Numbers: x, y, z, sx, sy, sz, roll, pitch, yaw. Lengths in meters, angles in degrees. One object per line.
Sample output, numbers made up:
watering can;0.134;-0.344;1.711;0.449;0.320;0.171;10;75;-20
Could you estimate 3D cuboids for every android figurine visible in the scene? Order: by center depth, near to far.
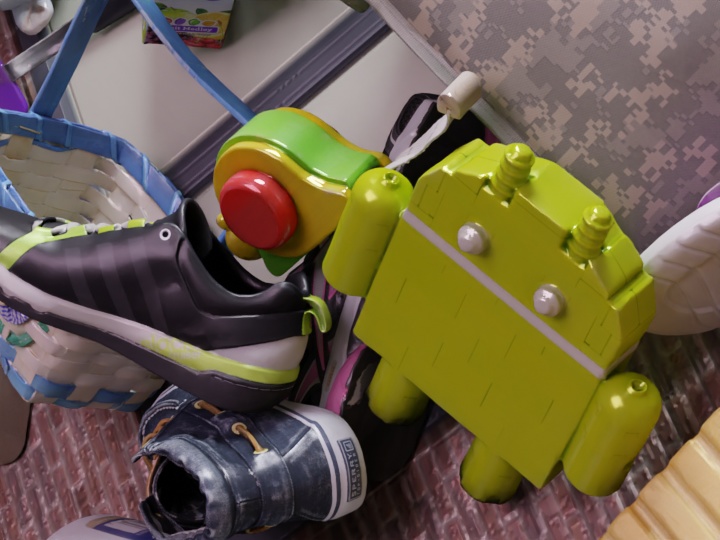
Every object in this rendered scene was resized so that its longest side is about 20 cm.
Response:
android figurine;0.064;0.022;1.341;0.182;0.041;0.200;41;140;14

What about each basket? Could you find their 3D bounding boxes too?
basket;-0.133;-0.033;1.551;0.176;0.139;0.200;48;113;36

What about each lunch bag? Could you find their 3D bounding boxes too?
lunch bag;0.132;-0.117;1.371;0.164;0.118;0.200;-45;77;17

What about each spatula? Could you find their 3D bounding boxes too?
spatula;-0.176;-0.138;1.711;0.200;0.021;0.057;-32;96;20

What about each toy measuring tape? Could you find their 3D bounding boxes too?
toy measuring tape;-0.019;-0.060;1.397;0.200;0.073;0.074;-40;47;50

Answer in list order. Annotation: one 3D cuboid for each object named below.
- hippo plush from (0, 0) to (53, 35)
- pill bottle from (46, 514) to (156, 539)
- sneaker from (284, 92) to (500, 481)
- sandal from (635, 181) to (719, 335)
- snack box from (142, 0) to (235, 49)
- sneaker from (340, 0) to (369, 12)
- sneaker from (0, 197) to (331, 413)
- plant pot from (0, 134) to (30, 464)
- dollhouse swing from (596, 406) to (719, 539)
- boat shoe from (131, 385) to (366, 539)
hippo plush;-0.261;-0.182;1.742;0.161;0.200;0.160;16;93;19
pill bottle;-0.072;0.191;1.423;0.200;0.111;0.111;10;78;43
sneaker;0.000;0.000;1.467;0.086;0.080;0.200;16;81;45
sandal;0.201;-0.038;1.311;0.203;0.082;0.050;-35;45;20
snack box;-0.091;-0.245;1.617;0.142;0.053;0.200;111;160;-65
sneaker;-0.028;-0.220;1.457;0.106;0.075;0.200;-51;55;6
sneaker;-0.105;-0.004;1.426;0.200;0.072;0.083;25;106;11
plant pot;-0.311;-0.001;1.669;0.200;0.177;0.200;-9;66;38
dollhouse swing;0.161;0.142;1.213;0.200;0.182;0.176;-49;68;15
boat shoe;-0.085;0.095;1.454;0.200;0.091;0.071;3;103;60
